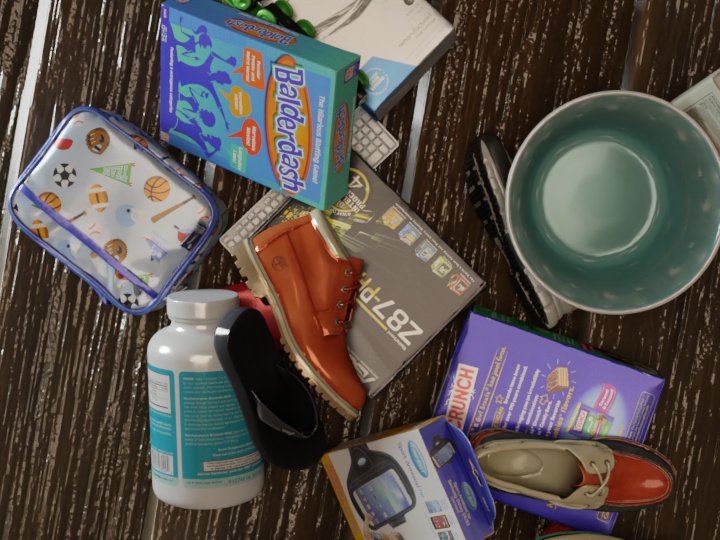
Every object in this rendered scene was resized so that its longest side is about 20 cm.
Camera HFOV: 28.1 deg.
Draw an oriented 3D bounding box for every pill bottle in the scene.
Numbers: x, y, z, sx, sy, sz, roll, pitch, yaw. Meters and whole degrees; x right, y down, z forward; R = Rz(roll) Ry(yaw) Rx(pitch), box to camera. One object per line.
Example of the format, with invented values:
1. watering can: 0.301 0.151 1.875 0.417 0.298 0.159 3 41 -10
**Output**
1. pill bottle: -0.150 0.122 1.393 0.111 0.111 0.200 0 100 3

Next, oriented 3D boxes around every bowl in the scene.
1. bowl: 0.226 -0.065 1.325 0.201 0.105 0.201 0 97 -2

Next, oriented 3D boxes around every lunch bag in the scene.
1. lunch bag: -0.239 -0.054 1.427 0.200 0.076 0.160 40 95 3

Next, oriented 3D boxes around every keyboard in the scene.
1. keyboard: -0.052 -0.079 1.446 0.200 0.011 0.056 -43 88 3

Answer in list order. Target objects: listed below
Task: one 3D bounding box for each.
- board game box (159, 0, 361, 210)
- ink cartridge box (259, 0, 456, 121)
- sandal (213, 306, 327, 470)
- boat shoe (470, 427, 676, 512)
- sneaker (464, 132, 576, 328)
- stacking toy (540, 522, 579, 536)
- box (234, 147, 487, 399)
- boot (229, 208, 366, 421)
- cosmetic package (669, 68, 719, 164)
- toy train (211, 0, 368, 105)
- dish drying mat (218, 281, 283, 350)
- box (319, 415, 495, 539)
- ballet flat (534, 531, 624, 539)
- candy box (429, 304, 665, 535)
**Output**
1. board game box: -0.100 -0.161 1.362 0.200 0.045 0.152 23 129 23
2. ink cartridge box: -0.017 -0.258 1.408 0.200 0.067 0.116 44 93 5
3. sandal: -0.079 0.121 1.358 0.043 0.200 0.076 7 49 36
4. boat shoe: 0.197 0.187 1.337 0.200 0.063 0.071 10 93 1
5. sneaker: 0.168 -0.047 1.413 0.080 0.074 0.200 -26 94 -11
6. stacking toy: 0.188 0.346 1.409 0.085 0.085 0.200 9 88 3
7. box: 0.000 0.000 1.411 0.161 0.049 0.200 -44 84 4
8. boot: -0.031 0.040 1.354 0.107 0.075 0.200 -29 84 0
9. cosmetic package: 0.332 -0.126 1.324 0.073 0.200 0.104 -36 90 -16
10. toy train: -0.075 -0.218 1.367 0.200 0.042 0.056 43 134 6
11. dish drying mat: -0.065 0.037 1.445 0.200 0.018 0.077 -14 89 4
12. box: 0.046 0.209 1.363 0.041 0.200 0.119 -23 89 -34
13. ballet flat: 0.247 0.290 1.364 0.200 0.069 0.070 10 92 -29
14. candy box: 0.172 0.145 1.405 0.200 0.077 0.169 20 94 2
